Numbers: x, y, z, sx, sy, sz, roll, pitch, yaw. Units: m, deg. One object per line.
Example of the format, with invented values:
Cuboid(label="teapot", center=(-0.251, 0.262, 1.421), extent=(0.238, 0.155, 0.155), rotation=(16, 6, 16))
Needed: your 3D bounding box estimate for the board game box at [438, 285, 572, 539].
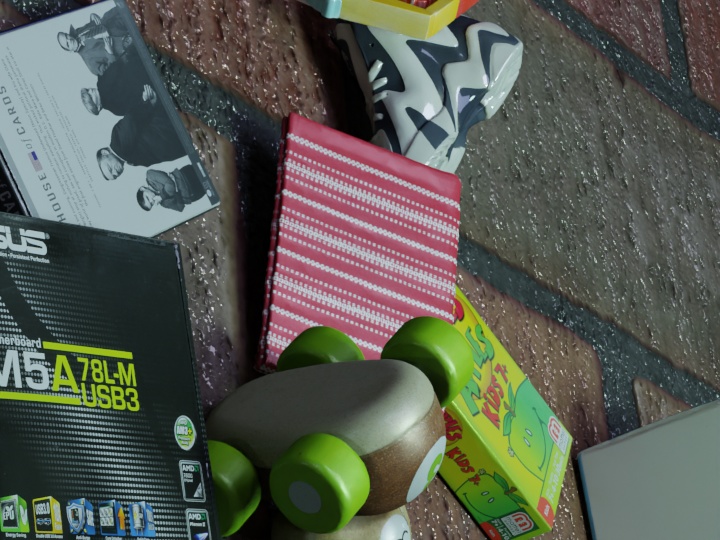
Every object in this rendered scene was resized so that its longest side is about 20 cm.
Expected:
Cuboid(label="board game box", center=(0.070, 0.087, 1.905), extent=(0.200, 0.047, 0.102), rotation=(52, 32, -23))

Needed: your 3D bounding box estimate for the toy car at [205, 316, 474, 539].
Cuboid(label="toy car", center=(0.001, 0.156, 1.659), extent=(0.164, 0.157, 0.201), rotation=(-46, 121, -46))

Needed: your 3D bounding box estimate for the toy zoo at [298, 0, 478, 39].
Cuboid(label="toy zoo", center=(0.015, -0.212, 1.969), extent=(0.200, 0.131, 0.021), rotation=(-43, 149, -60))

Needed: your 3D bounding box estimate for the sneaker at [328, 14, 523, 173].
Cuboid(label="sneaker", center=(0.015, -0.118, 1.949), extent=(0.199, 0.129, 0.080), rotation=(-55, 164, -19))

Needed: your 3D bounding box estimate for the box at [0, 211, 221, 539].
Cuboid(label="box", center=(-0.164, 0.069, 1.513), extent=(0.200, 0.047, 0.194), rotation=(11, 68, -53))

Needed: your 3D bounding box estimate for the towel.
Cuboid(label="towel", center=(0.000, 0.000, 1.809), extent=(0.144, 0.022, 0.201), rotation=(20, 57, -24))

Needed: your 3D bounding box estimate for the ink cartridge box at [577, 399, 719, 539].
Cuboid(label="ink cartridge box", center=(0.287, 0.204, 2.075), extent=(0.200, 0.146, 0.147), rotation=(23, 50, -51))

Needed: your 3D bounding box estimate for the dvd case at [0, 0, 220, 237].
Cuboid(label="dvd case", center=(-0.170, -0.082, 1.658), extent=(0.200, 0.025, 0.151), rotation=(-30, 95, -60))
